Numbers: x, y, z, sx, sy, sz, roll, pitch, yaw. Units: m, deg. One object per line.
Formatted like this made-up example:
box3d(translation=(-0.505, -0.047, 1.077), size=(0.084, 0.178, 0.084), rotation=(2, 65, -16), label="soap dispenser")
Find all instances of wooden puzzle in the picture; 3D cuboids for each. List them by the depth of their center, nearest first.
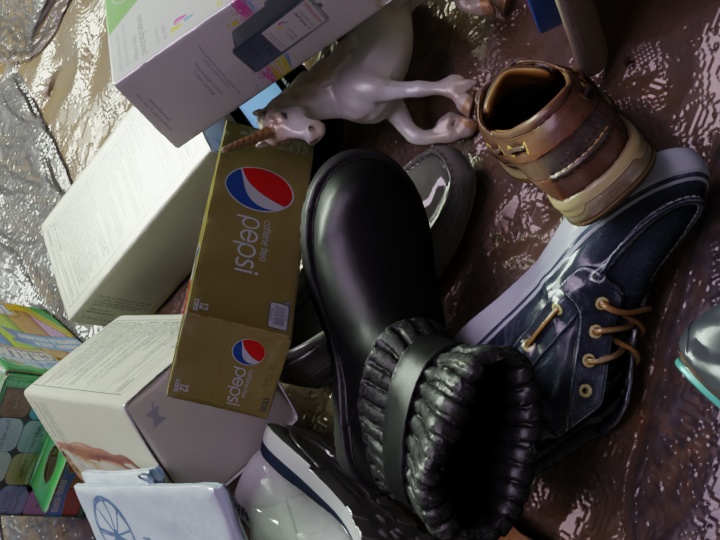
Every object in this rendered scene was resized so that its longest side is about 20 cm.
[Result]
box3d(translation=(0.082, -0.230, 0.751), size=(0.046, 0.185, 0.202), rotation=(-20, 63, 11), label="wooden puzzle")

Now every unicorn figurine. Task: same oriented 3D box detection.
box3d(translation=(0.014, -0.135, 0.844), size=(0.136, 0.074, 0.202), rotation=(14, 74, 14), label="unicorn figurine")

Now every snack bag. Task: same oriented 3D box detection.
box3d(translation=(-0.096, 0.207, 0.808), size=(0.199, 0.021, 0.191), rotation=(-14, 99, 54), label="snack bag")

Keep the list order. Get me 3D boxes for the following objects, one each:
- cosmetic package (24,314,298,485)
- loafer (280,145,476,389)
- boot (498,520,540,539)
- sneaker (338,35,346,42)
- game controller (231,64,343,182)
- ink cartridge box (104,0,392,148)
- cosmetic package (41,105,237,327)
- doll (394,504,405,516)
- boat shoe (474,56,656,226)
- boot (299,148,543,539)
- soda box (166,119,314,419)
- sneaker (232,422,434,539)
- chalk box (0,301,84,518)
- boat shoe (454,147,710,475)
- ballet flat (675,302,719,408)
box3d(translation=(-0.142, 0.092, 0.912), size=(0.199, 0.103, 0.088), rotation=(-3, 121, 59), label="cosmetic package")
box3d(translation=(0.000, 0.000, 0.860), size=(0.201, 0.069, 0.070), rotation=(-53, 50, 22), label="loafer")
box3d(translation=(0.034, 0.229, 0.785), size=(0.188, 0.068, 0.202), rotation=(31, 97, 56), label="boot")
box3d(translation=(-0.040, -0.222, 0.942), size=(0.199, 0.075, 0.089), rotation=(34, 100, 40), label="sneaker")
box3d(translation=(-0.080, -0.147, 0.930), size=(0.201, 0.042, 0.104), rotation=(55, 160, 10), label="game controller")
box3d(translation=(-0.060, -0.180, 0.817), size=(0.199, 0.067, 0.118), rotation=(-32, 42, 13), label="ink cartridge box")
box3d(translation=(-0.160, -0.056, 1.026), size=(0.200, 0.073, 0.104), rotation=(-44, 54, 29), label="cosmetic package")
box3d(translation=(-0.047, 0.200, 0.877), size=(0.199, 0.048, 0.138), rotation=(-35, 38, 33), label="doll")
box3d(translation=(0.099, -0.088, 0.731), size=(0.072, 0.068, 0.200), rotation=(-43, 19, 7), label="boat shoe")
box3d(translation=(0.032, 0.035, 0.724), size=(0.158, 0.078, 0.214), rotation=(-178, 78, -73), label="boot")
box3d(translation=(-0.071, -0.007, 0.823), size=(0.201, 0.063, 0.068), rotation=(-86, 12, -52), label="soda box")
box3d(translation=(-0.008, 0.176, 0.782), size=(0.081, 0.076, 0.200), rotation=(-57, 46, 10), label="sneaker")
box3d(translation=(-0.278, 0.119, 1.072), size=(0.199, 0.123, 0.126), rotation=(34, 104, 42), label="chalk box")
box3d(translation=(0.134, 0.029, 0.729), size=(0.201, 0.070, 0.092), rotation=(-50, 52, 34), label="boat shoe")
box3d(translation=(0.228, 0.081, 0.624), size=(0.073, 0.073, 0.201), rotation=(-54, 47, 21), label="ballet flat")
